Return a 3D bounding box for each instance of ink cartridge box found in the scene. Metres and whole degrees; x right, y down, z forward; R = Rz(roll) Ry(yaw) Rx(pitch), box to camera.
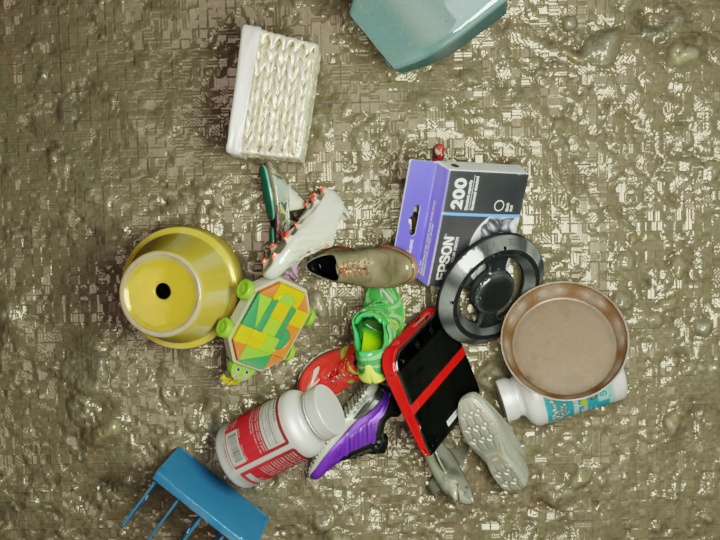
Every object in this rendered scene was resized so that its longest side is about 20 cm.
[{"bbox_3d":[0.156,-0.072,1.437,0.197,0.043,0.201,1,114,-19],"label":"ink cartridge box"}]

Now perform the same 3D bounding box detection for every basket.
[{"bbox_3d":[-0.136,-0.274,1.449,0.121,0.136,0.203,8,94,-1],"label":"basket"}]

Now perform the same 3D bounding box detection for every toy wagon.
[{"bbox_3d":[-0.161,0.105,1.471,0.154,0.039,0.202,26,95,-43],"label":"toy wagon"}]

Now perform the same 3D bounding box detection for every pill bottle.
[{"bbox_3d":[-0.128,0.264,1.464,0.198,0.112,0.113,-29,92,20],"label":"pill bottle"},{"bbox_3d":[0.323,0.183,1.472,0.197,0.111,0.112,-18,93,3],"label":"pill bottle"}]

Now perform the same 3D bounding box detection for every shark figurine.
[{"bbox_3d":[0.140,0.287,1.514,0.088,0.128,0.217,-16,74,-22],"label":"shark figurine"}]

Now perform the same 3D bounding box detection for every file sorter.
[{"bbox_3d":[-0.272,0.416,1.491,0.199,0.139,0.123,38,97,-1],"label":"file sorter"}]

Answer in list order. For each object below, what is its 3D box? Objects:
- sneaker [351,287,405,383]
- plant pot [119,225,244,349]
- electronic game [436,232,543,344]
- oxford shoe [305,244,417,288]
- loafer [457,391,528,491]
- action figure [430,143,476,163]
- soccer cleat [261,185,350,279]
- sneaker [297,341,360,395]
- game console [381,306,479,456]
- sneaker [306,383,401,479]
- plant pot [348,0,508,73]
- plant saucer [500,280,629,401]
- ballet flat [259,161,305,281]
[{"bbox_3d":[0.029,0.083,1.435,0.073,0.202,0.084,-6,134,11],"label":"sneaker"},{"bbox_3d":[-0.295,0.030,1.443,0.197,0.189,0.204,0,93,1],"label":"plant pot"},{"bbox_3d":[0.210,0.031,1.456,0.197,0.042,0.203,-13,124,-20],"label":"electronic game"},{"bbox_3d":[0.000,0.000,1.441,0.198,0.074,0.072,0,101,39],"label":"oxford shoe"},{"bbox_3d":[0.217,0.272,1.478,0.069,0.070,0.202,-17,117,26],"label":"loafer"},{"bbox_3d":[0.138,-0.106,1.468,0.064,0.099,0.204,-1,91,-20],"label":"action figure"},{"bbox_3d":[-0.083,-0.051,1.454,0.078,0.069,0.201,46,57,-16],"label":"soccer cleat"},{"bbox_3d":[-0.021,0.156,1.493,0.198,0.085,0.078,-30,90,2],"label":"sneaker"},{"bbox_3d":[0.114,0.168,1.439,0.031,0.200,0.179,-12,107,37],"label":"game console"},{"bbox_3d":[-0.005,0.284,1.509,0.099,0.070,0.201,38,96,-9],"label":"sneaker"},{"bbox_3d":[0.092,-0.421,1.412,0.199,0.196,0.196,-39,92,12],"label":"plant pot"},{"bbox_3d":[0.321,0.114,1.426,0.197,0.035,0.203,-5,61,9],"label":"plant saucer"},{"bbox_3d":[-0.125,-0.080,1.499,0.070,0.069,0.204,-6,97,-16],"label":"ballet flat"}]
